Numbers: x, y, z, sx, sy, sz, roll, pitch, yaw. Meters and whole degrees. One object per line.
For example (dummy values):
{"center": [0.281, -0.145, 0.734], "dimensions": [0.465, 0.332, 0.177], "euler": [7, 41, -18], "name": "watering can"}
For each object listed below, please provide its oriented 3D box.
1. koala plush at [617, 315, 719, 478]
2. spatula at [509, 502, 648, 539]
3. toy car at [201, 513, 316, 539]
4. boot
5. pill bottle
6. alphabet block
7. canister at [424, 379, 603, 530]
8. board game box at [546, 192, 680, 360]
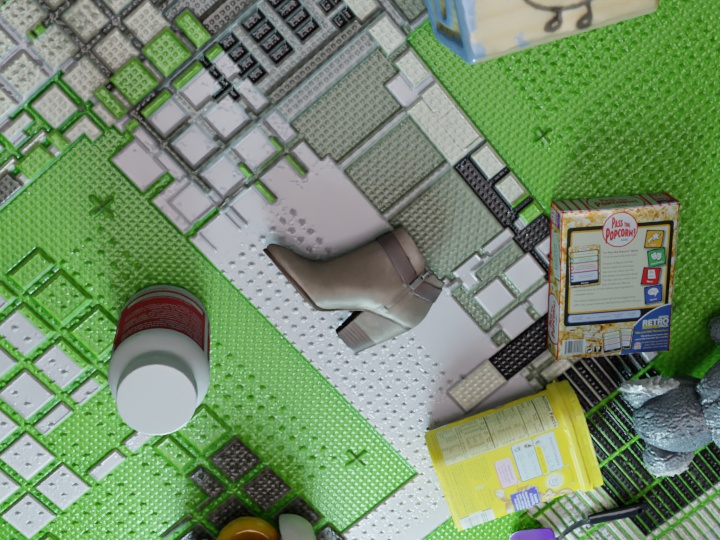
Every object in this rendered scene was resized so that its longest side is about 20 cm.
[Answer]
{"center": [0.439, 0.174, 1.354], "dimensions": [0.200, 0.184, 0.178], "euler": [-15, 116, 13], "name": "koala plush"}
{"center": [0.303, 0.355, 1.473], "dimensions": [0.200, 0.021, 0.057], "euler": [-19, 125, -3], "name": "spatula"}
{"center": [-0.125, 0.425, 1.372], "dimensions": [0.175, 0.150, 0.200], "euler": [-19, 112, -1], "name": "toy car"}
{"center": [0.000, 0.000, 1.278], "dimensions": [0.146, 0.070, 0.200], "euler": [-42, 112, 2], "name": "boot"}
{"center": [-0.227, 0.101, 1.206], "dimensions": [0.112, 0.200, 0.113], "euler": [-3, 111, -7], "name": "pill bottle"}
{"center": [0.166, -0.342, 1.094], "dimensions": [0.200, 0.196, 0.196], "euler": [-18, 114, -1], "name": "alphabet block"}
{"center": [0.197, 0.242, 1.382], "dimensions": [0.200, 0.087, 0.149], "euler": [-19, 112, 1], "name": "canister"}
{"center": [0.314, 0.009, 1.328], "dimensions": [0.151, 0.046, 0.200], "euler": [-4, 111, -6], "name": "board game box"}
